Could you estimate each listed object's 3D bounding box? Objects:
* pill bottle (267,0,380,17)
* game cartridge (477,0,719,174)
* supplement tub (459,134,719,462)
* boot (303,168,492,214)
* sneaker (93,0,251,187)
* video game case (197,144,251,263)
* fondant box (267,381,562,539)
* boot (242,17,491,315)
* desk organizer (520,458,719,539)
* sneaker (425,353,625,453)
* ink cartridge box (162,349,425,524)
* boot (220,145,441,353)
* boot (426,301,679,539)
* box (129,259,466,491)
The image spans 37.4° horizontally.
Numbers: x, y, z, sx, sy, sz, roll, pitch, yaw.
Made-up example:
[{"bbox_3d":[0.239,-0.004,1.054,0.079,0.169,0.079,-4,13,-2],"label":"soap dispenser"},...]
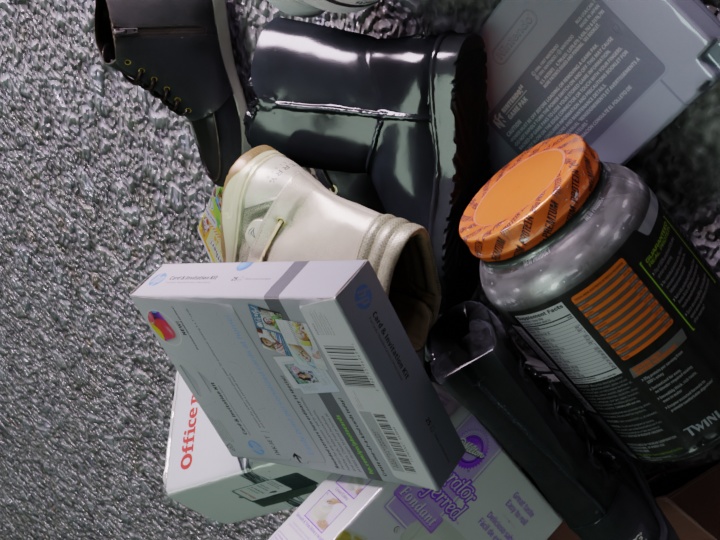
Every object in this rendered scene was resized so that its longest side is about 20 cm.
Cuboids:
[{"bbox_3d":[0.007,-0.238,0.675,0.200,0.112,0.112,-21,103,53],"label":"pill bottle"},{"bbox_3d":[0.139,-0.126,0.692,0.133,0.040,0.200,45,144,3],"label":"game cartridge"},{"bbox_3d":[0.161,0.017,0.681,0.200,0.123,0.123,48,146,-18],"label":"supplement tub"},{"bbox_3d":[0.019,-0.096,0.823,0.154,0.073,0.204,1,123,43],"label":"boot"},{"bbox_3d":[-0.164,-0.157,0.917,0.075,0.106,0.200,25,131,53],"label":"sneaker"},{"bbox_3d":[-0.085,-0.013,0.976,0.200,0.023,0.182,63,145,24],"label":"video game case"},{"bbox_3d":[0.029,0.198,0.752,0.144,0.200,0.058,50,167,-28],"label":"fondant box"},{"bbox_3d":[0.003,-0.075,0.749,0.168,0.076,0.200,9,112,30],"label":"boot"},{"bbox_3d":[0.204,0.186,0.838,0.077,0.072,0.200,40,146,-14],"label":"desk organizer"},{"bbox_3d":[0.126,0.122,0.851,0.200,0.112,0.073,20,134,36],"label":"sneaker"},{"bbox_3d":[-0.052,0.109,0.863,0.200,0.147,0.083,-19,140,26],"label":"ink cartridge box"},{"bbox_3d":[-0.023,0.027,0.736,0.155,0.072,0.200,27,132,29],"label":"boot"},{"bbox_3d":[0.115,0.103,0.719,0.200,0.066,0.165,44,180,-15],"label":"boot"},{"bbox_3d":[-0.045,0.067,0.704,0.200,0.041,0.156,-2,125,43],"label":"box"}]
